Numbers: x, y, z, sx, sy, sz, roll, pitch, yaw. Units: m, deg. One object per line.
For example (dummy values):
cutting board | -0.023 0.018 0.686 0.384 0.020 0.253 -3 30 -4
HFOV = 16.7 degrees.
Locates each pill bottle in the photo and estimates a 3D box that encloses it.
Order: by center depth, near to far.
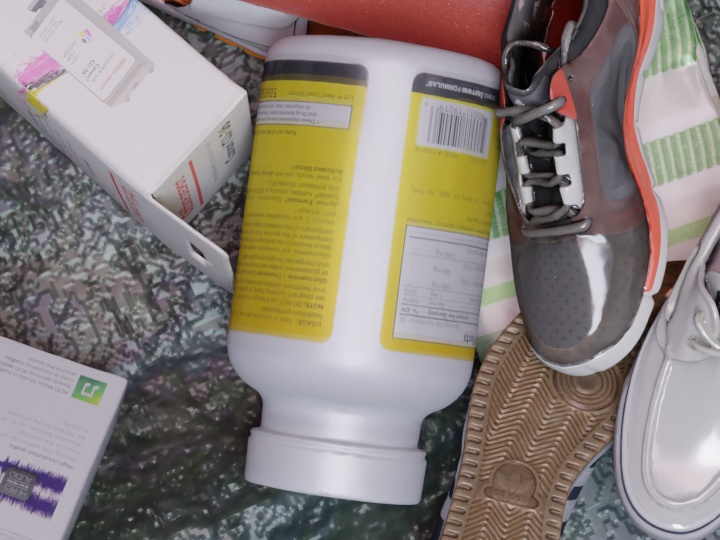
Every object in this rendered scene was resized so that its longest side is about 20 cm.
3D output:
pill bottle | 0.000 0.000 1.104 0.112 0.112 0.200 8 89 1

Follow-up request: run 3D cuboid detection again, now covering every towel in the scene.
towel | 0.104 -0.055 1.166 0.152 0.023 0.200 -17 82 -2

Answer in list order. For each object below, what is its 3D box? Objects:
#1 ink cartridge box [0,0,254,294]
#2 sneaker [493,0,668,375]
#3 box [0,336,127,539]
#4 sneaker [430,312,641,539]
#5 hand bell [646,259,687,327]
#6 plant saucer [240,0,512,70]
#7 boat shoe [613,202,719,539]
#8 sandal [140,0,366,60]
ink cartridge box | -0.114 -0.083 1.122 0.200 0.116 0.068 42 83 6
sneaker | 0.082 -0.055 1.068 0.077 0.082 0.200 -4 82 36
box | -0.201 0.110 1.066 0.144 0.036 0.200 19 54 1
sneaker | 0.069 0.109 1.111 0.070 0.109 0.200 20 58 5
hand bell | 0.208 0.009 1.109 0.200 0.104 0.104 0 80 -1
plant saucer | 0.017 -0.204 1.144 0.199 0.037 0.200 15 67 -9
boat shoe | 0.164 0.020 1.049 0.072 0.066 0.200 27 84 11
sandal | -0.071 -0.151 1.158 0.206 0.059 0.079 16 81 7
